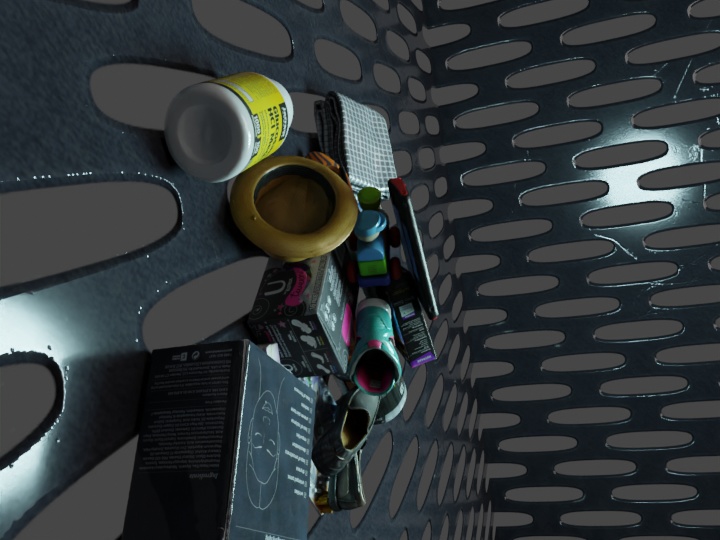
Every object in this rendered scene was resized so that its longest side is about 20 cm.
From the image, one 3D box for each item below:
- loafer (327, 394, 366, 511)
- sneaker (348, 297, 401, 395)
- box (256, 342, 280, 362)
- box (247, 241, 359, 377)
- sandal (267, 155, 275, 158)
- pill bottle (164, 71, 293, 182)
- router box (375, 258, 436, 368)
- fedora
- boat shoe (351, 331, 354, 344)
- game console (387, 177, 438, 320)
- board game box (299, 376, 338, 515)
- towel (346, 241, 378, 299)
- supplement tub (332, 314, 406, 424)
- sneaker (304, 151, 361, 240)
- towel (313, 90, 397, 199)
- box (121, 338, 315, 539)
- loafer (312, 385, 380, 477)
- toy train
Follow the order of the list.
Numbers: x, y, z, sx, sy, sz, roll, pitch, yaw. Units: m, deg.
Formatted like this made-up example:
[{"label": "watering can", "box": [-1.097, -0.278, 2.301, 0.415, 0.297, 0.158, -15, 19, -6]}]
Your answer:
[{"label": "loafer", "box": [-0.011, 0.309, 1.124, 0.072, 0.061, 0.203, 60, 29, -49]}, {"label": "sneaker", "box": [0.027, 0.154, 1.044, 0.203, 0.081, 0.122, 80, 10, -45]}, {"label": "box", "box": [-0.126, 0.204, 0.912, 0.039, 0.040, 0.205, -16, 100, -72]}, {"label": "box", "box": [-0.080, 0.043, 1.000, 0.202, 0.112, 0.134, -81, 156, -47]}, {"label": "sandal", "box": [-0.111, -0.102, 1.071, 0.200, 0.053, 0.081, 49, 29, -38]}, {"label": "pill bottle", "box": [-0.156, -0.191, 0.838, 0.200, 0.110, 0.115, -59, 139, -64]}, {"label": "router box", "box": [0.066, 0.065, 1.133, 0.200, 0.050, 0.152, -135, -154, -79]}, {"label": "fedora", "box": [-0.099, -0.078, 0.949, 0.083, 0.196, 0.203, 110, -8, -48]}, {"label": "boat shoe", "box": [-0.062, 0.055, 1.132, 0.202, 0.070, 0.073, -109, -172, -46]}, {"label": "game console", "box": [0.081, -0.040, 1.039, 0.177, 0.030, 0.204, -89, 164, -74]}, {"label": "board game box", "box": [-0.071, 0.267, 1.096, 0.202, 0.025, 0.202, -79, 156, -45]}, {"label": "towel", "box": [0.000, 0.000, 1.172, 0.202, 0.023, 0.154, -111, -177, -47]}, {"label": "supplement tub", "box": [0.009, 0.185, 1.229, 0.124, 0.120, 0.202, -80, 157, -44]}, {"label": "sneaker", "box": [-0.051, -0.156, 1.121, 0.201, 0.077, 0.113, 57, -8, 31]}, {"label": "towel", "box": [-0.006, -0.239, 1.307, 0.164, 0.084, 0.205, 8, 67, -53]}, {"label": "box", "box": [-0.141, 0.207, 0.718, 0.201, 0.121, 0.201, 55, 31, -58]}, {"label": "loafer", "box": [-0.005, 0.248, 1.071, 0.073, 0.072, 0.201, 43, 38, -8]}, {"label": "toy train", "box": [0.018, -0.083, 1.025, 0.203, 0.082, 0.117, -88, 171, -46]}]
